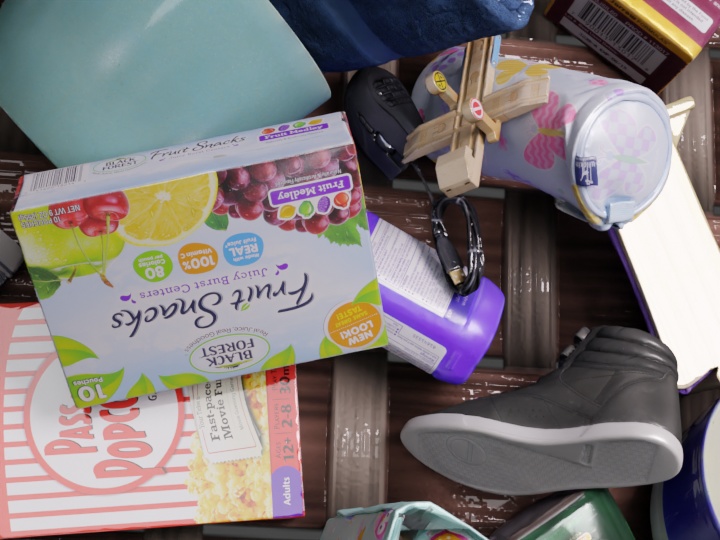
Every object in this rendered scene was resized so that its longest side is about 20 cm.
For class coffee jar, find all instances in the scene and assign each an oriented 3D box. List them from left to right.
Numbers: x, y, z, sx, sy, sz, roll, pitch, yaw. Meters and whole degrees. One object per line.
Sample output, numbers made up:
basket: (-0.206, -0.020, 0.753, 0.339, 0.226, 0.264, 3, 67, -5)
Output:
coffee jar: (0.167, 0.247, 0.793, 0.104, 0.085, 0.201, -32, 85, -13)

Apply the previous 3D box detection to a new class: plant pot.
plant pot: (-0.143, -0.132, 0.774, 0.161, 0.201, 0.201, -44, 87, -2)

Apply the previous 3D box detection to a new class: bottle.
bottle: (0.000, 0.000, 0.821, 0.199, 0.065, 0.084, 29, 33, -2)

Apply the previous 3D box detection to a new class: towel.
towel: (0.007, -0.179, 0.763, 0.112, 0.199, 0.049, 47, 57, -32)

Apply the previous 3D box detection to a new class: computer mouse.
computer mouse: (0.031, -0.066, 0.820, 0.034, 0.059, 0.201, 3, 47, -38)

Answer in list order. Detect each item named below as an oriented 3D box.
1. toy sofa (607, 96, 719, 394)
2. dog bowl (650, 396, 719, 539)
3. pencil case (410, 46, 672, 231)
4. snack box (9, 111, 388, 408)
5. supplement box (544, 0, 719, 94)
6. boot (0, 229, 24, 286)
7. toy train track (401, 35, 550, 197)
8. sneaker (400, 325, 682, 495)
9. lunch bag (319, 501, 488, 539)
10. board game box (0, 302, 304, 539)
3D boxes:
toy sofa: (0.217, -0.012, 0.853, 0.097, 0.083, 0.201, -21, 83, -8)
dog bowl: (0.298, 0.167, 0.786, 0.198, 0.079, 0.201, 8, 54, -10)
pencil case: (0.115, -0.093, 0.797, 0.083, 0.200, 0.091, -22, 118, -24)
snack box: (-0.092, -0.004, 0.724, 0.198, 0.053, 0.143, -12, 122, -1)
supplement box: (0.245, -0.248, 0.902, 0.110, 0.086, 0.200, 38, 76, 1)
boot: (-0.288, -0.024, 0.731, 0.073, 0.200, 0.091, 30, 75, 32)
toy train track: (0.070, -0.138, 0.778, 0.032, 0.114, 0.201, 39, 48, -34)
sneaker: (0.126, 0.091, 0.805, 0.071, 0.199, 0.100, 58, 41, -33)
lunch bag: (0.035, 0.239, 0.732, 0.121, 0.170, 0.201, -20, 82, -19)
board game box: (-0.141, 0.095, 0.799, 0.198, 0.046, 0.153, -3, 79, -9)
